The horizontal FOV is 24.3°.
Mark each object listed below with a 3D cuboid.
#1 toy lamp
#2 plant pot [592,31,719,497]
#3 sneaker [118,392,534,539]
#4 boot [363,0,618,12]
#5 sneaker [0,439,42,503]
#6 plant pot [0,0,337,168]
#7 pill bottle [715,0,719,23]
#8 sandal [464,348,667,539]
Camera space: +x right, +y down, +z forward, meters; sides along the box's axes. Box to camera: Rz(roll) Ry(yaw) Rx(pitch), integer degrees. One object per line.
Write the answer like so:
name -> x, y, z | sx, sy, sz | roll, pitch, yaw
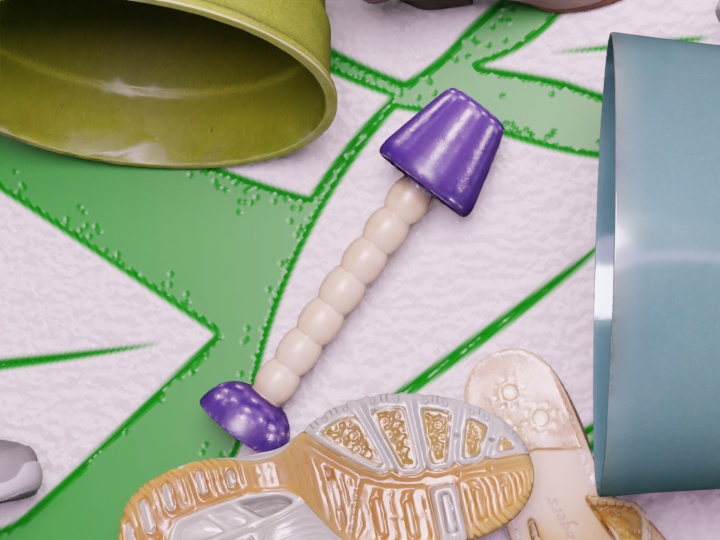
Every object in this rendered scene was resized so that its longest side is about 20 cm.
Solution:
toy lamp -> 0.000, 0.000, 0.828 | 0.058, 0.058, 0.201 | 36, 94, 12
plant pot -> 0.184, 0.000, 0.726 | 0.159, 0.201, 0.203 | 2, 84, 6
sneaker -> -0.014, 0.110, 0.803 | 0.198, 0.088, 0.076 | -11, 73, 7
boot -> 0.080, -0.170, 0.784 | 0.198, 0.146, 0.071 | -18, 79, 7
sneaker -> -0.255, 0.074, 0.854 | 0.198, 0.075, 0.083 | 11, 88, 12
plant pot -> -0.102, -0.176, 0.808 | 0.198, 0.201, 0.195 | 2, 73, 10
pill bottle -> 0.249, -0.187, 0.773 | 0.112, 0.112, 0.201 | 29, 90, 12
sandal -> 0.106, 0.134, 0.786 | 0.077, 0.070, 0.213 | -29, 80, 6
